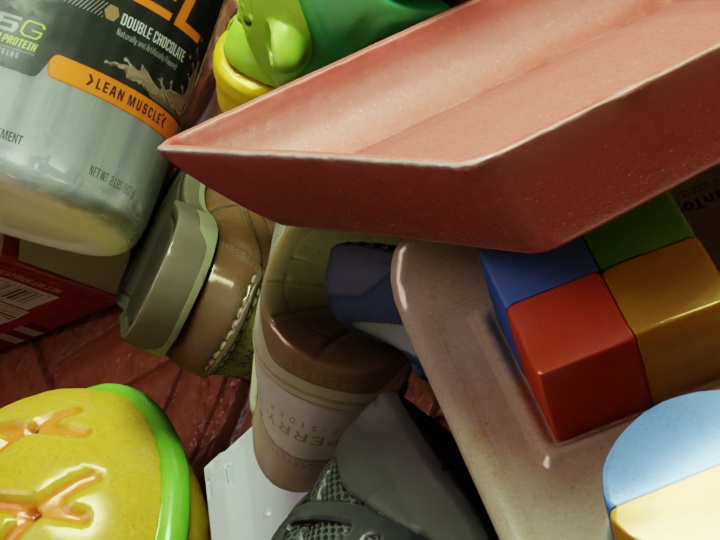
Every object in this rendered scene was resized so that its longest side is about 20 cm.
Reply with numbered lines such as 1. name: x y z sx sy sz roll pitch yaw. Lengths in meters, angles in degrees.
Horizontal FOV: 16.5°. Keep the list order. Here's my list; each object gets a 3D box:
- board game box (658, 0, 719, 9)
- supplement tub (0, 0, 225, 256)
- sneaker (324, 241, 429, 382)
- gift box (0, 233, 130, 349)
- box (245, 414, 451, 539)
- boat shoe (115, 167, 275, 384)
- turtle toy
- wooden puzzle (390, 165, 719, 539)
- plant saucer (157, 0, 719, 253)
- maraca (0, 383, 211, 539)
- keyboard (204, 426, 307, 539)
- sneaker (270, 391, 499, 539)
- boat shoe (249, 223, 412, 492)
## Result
1. board game box: 0.110 -0.055 0.807 0.126 0.035 0.201 -46 34 24
2. supplement tub: -0.114 -0.117 0.988 0.122 0.122 0.201 2 71 55
3. sneaker: 0.061 0.047 0.716 0.199 0.070 0.083 19 93 38
4. gift box: -0.184 -0.079 1.119 0.199 0.184 0.188 -17 59 45
5. box: -0.002 0.148 0.798 0.137 0.039 0.201 -17 51 49
6. boat shoe: -0.052 0.002 0.965 0.072 0.068 0.200 -63 9 16
7. turtle toy: 0.025 -0.131 0.845 0.200 0.101 0.146 -56 -19 -34
8. wooden puzzle: 0.116 0.022 0.624 0.184 0.046 0.200 -21 46 -3
9. plant saucer: 0.068 -0.056 0.698 0.199 0.037 0.200 -26 16 -23
10. maraca: -0.109 0.125 0.906 0.137 0.107 0.201 -43 36 23
11. keyboard: -0.022 0.120 0.805 0.056 0.011 0.201 -38 38 23
12. sneaker: 0.012 0.123 0.686 0.114 0.076 0.200 -50 28 8
13. boat shoe: 0.000 0.000 0.863 0.200 0.072 0.065 -71 -1 -57
